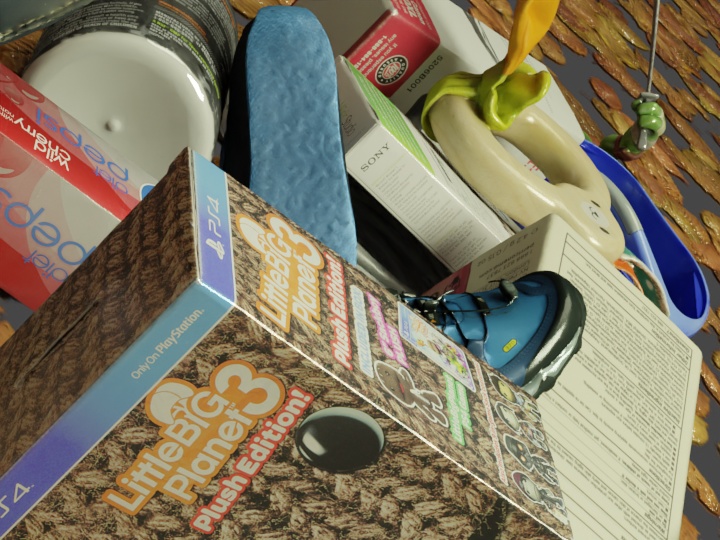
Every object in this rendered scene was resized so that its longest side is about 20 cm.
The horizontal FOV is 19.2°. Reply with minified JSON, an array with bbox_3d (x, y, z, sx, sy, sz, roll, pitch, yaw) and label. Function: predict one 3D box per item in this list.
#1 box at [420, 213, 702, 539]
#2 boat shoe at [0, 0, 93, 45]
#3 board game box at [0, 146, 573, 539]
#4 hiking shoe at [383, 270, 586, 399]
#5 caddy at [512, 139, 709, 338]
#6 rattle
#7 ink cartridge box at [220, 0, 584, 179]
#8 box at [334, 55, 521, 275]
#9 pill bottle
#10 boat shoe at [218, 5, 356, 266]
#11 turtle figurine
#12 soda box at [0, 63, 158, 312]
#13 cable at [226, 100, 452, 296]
[{"bbox_3d":[0.088,0.093,1.092,0.128,0.109,0.200,42,39,-20],"label":"box"},{"bbox_3d":[-0.194,-0.116,0.918,0.200,0.075,0.062,-10,33,-13],"label":"boat shoe"},{"bbox_3d":[-0.044,0.080,0.860,0.200,0.159,0.097,36,22,-25],"label":"board game box"},{"bbox_3d":[0.012,0.039,0.988,0.074,0.200,0.087,-128,-162,-56],"label":"hiking shoe"},{"bbox_3d":[0.154,-0.015,1.473,0.141,0.105,0.200,-6,53,-41],"label":"caddy"},{"bbox_3d":[0.144,-0.070,1.247,0.200,0.143,0.130,48,9,22],"label":"rattle"},{"bbox_3d":[0.026,-0.098,1.371,0.200,0.145,0.083,28,25,-41],"label":"ink cartridge box"},{"bbox_3d":[0.055,-0.029,1.225,0.200,0.036,0.144,44,8,-20],"label":"box"},{"bbox_3d":[-0.121,-0.112,1.158,0.106,0.106,0.200,40,20,-15],"label":"pill bottle"},{"bbox_3d":[-0.037,-0.035,1.121,0.084,0.200,0.069,8,-3,-14],"label":"boat shoe"},{"bbox_3d":[0.159,-0.088,1.640,0.144,0.200,0.194,4,37,-10],"label":"turtle figurine"},{"bbox_3d":[-0.133,-0.019,1.004,0.200,0.070,0.063,37,23,-25],"label":"soda box"},{"bbox_3d":[0.000,0.000,1.245,0.200,0.069,0.200,55,21,22],"label":"cable"}]
